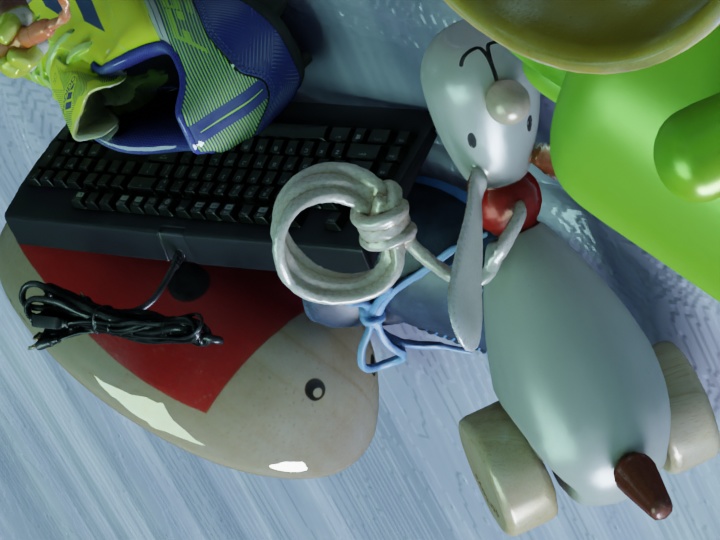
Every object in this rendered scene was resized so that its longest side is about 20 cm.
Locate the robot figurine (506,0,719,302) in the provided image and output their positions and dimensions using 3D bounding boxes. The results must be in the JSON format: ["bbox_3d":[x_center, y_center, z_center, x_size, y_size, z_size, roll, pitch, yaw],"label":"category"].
[{"bbox_3d":[0.137,-0.039,0.790,0.199,0.116,0.175,36,177,19],"label":"robot figurine"}]

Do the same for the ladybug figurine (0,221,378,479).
[{"bbox_3d":[-0.072,0.010,1.162,0.199,0.136,0.072,35,122,19],"label":"ladybug figurine"}]

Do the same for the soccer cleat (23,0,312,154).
[{"bbox_3d":[-0.106,-0.088,1.110,0.199,0.084,0.065,13,139,48],"label":"soccer cleat"}]

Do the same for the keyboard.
[{"bbox_3d":[-0.070,-0.019,1.078,0.199,0.128,0.021,5,149,40],"label":"keyboard"}]

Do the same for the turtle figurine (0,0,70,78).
[{"bbox_3d":[-0.188,-0.120,1.002,0.199,0.065,0.162,31,143,9],"label":"turtle figurine"}]

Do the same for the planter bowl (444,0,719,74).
[{"bbox_3d":[0.073,-0.161,0.728,0.200,0.083,0.202,31,132,43],"label":"planter bowl"}]

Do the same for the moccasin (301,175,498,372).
[{"bbox_3d":[0.000,0.000,1.093,0.199,0.068,0.081,24,146,38],"label":"moccasin"}]

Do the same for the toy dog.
[{"bbox_3d":[0.072,0.017,0.973,0.200,0.132,0.096,49,177,-25],"label":"toy dog"}]

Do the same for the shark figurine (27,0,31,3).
[{"bbox_3d":[-0.080,-0.153,1.008,0.089,0.129,0.214,24,156,-27],"label":"shark figurine"}]
